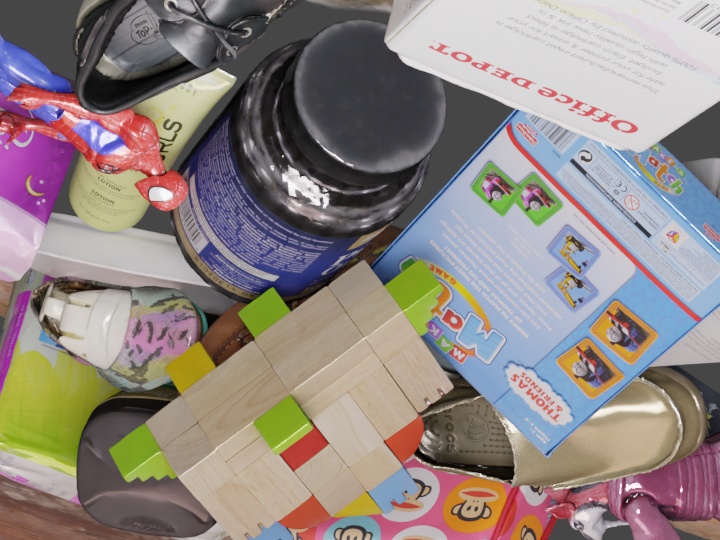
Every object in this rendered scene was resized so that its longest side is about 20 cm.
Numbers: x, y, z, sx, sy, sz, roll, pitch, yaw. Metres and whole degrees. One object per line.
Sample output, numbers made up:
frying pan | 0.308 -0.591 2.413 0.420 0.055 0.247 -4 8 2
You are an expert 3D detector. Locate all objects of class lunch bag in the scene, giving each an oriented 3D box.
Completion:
lunch bag | 0.025 0.156 1.550 0.199 0.176 0.082 6 140 30

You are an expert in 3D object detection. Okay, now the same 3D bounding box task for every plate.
plate | -0.132 -0.002 1.528 0.199 0.032 0.200 12 173 10

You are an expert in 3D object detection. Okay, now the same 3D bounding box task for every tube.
tube | -0.130 -0.085 1.373 0.058 0.052 0.200 -9 160 -22

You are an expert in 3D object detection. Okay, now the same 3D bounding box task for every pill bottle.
pill bottle | -0.028 -0.060 1.289 0.111 0.112 0.200 19 157 -14

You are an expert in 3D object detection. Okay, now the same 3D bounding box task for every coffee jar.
coffee jar | -0.113 0.100 1.529 0.104 0.086 0.200 7 -161 11

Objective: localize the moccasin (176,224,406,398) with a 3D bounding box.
moccasin | -0.027 0.042 1.393 0.078 0.201 0.074 6 120 51

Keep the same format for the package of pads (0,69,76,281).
package of pads | -0.264 -0.084 1.351 0.199 0.121 0.076 24 155 -23

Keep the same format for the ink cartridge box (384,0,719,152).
ink cartridge box | 0.119 -0.143 1.050 0.145 0.083 0.200 21 156 -17

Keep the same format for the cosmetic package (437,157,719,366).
cosmetic package | 0.145 0.002 1.379 0.199 0.081 0.113 -3 152 37

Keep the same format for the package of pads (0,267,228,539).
package of pads | -0.167 0.096 1.671 0.199 0.155 0.068 22 156 -21

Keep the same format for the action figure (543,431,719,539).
action figure | 0.215 0.136 1.493 0.199 0.134 0.149 -6 144 -8

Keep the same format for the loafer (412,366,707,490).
loafer | 0.115 0.102 1.450 0.199 0.076 0.067 -8 -166 28

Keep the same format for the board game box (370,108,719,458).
board game box | 0.107 -0.003 1.291 0.151 0.037 0.200 44 135 1

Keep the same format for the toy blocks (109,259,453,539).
toy blocks | -0.020 0.091 1.320 0.100 0.200 0.137 52 179 45

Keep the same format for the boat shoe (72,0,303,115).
boat shoe | -0.086 -0.130 1.204 0.199 0.066 0.074 -17 137 42

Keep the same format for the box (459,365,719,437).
box | 0.126 0.090 1.629 0.157 0.051 0.200 32 151 -35

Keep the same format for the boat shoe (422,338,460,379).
boat shoe | 0.000 0.000 1.504 0.200 0.062 0.073 35 -168 -23

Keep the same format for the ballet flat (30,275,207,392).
ballet flat | -0.164 0.034 1.487 0.071 0.069 0.200 21 175 -25

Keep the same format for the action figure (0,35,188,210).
action figure | -0.178 -0.097 1.294 0.200 0.052 0.065 34 158 -9
